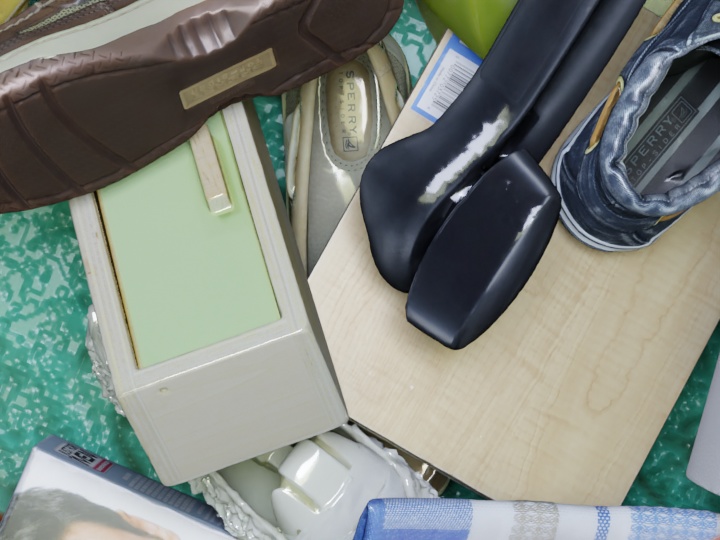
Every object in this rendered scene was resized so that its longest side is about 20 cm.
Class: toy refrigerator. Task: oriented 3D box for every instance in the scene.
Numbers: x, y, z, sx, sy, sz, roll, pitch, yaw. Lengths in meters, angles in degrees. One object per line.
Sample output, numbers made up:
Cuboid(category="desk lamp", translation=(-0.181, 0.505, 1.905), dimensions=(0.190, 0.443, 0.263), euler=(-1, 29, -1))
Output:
Cuboid(category="toy refrigerator", translation=(-0.069, -0.025, 1.111), dimensions=(0.076, 0.070, 0.201), euler=(-19, 51, 2))

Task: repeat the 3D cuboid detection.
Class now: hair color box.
Cuboid(category="hair color box", translation=(-0.058, 0.153, 1.176), dimensions=(0.199, 0.061, 0.099), euler=(24, 92, 1))

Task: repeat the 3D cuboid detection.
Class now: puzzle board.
Cuboid(category="puzzle board", translation=(0.073, -0.012, 1.143), dimensions=(0.150, 0.017, 0.201), euler=(30, 81, -5))

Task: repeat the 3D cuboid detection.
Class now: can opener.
Cuboid(category="can opener", translation=(0.066, -0.069, 1.079), dimensions=(0.078, 0.063, 0.201), euler=(35, 103, 18))

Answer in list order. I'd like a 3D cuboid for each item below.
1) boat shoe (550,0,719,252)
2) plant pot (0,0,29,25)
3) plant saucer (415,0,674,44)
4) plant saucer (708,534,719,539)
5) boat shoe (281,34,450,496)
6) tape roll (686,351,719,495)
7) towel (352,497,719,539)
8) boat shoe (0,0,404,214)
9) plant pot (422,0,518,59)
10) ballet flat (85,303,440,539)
Cuboid(category="boat shoe", translation=(0.154, -0.089, 1.108), dimensions=(0.071, 0.091, 0.200), euler=(40, 79, -4))
Cuboid(category="plant pot", translation=(-0.184, -0.189, 1.111), dimensions=(0.200, 0.194, 0.196), euler=(40, 92, -10))
Cuboid(category="plant saucer", translation=(0.114, -0.147, 1.179), dimensions=(0.199, 0.031, 0.201), euler=(0, 91, 1))
Cuboid(category="plant saucer", translation=(0.100, 0.209, 1.127), dimensions=(0.199, 0.037, 0.200), euler=(-25, 130, 3))
Cuboid(category="boat shoe", translation=(0.002, -0.001, 1.168), dimensions=(0.073, 0.063, 0.202), euler=(-3, 91, 1))
Cuboid(category="tape roll", translation=(0.236, 0.041, 1.097), dimensions=(0.202, 0.203, 0.140), euler=(15, 92, 1))
Cuboid(category="towel", translation=(0.075, 0.149, 1.111), dimensions=(0.199, 0.024, 0.147), euler=(6, 124, -22))
Cuboid(category="boat shoe", translation=(-0.087, -0.086, 1.074), dimensions=(0.201, 0.075, 0.075), euler=(-21, 52, -15))
Cuboid(category="plant pot", translation=(0.051, -0.229, 1.075), dimensions=(0.200, 0.182, 0.199), euler=(-40, 73, -1))
Cuboid(category="ballet flat", translation=(-0.036, 0.072, 1.131), dimensions=(0.200, 0.072, 0.072), euler=(37, 92, 21))
